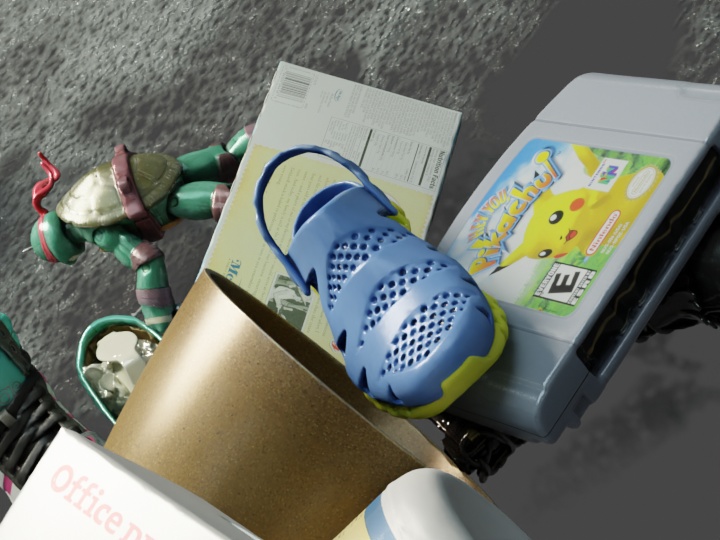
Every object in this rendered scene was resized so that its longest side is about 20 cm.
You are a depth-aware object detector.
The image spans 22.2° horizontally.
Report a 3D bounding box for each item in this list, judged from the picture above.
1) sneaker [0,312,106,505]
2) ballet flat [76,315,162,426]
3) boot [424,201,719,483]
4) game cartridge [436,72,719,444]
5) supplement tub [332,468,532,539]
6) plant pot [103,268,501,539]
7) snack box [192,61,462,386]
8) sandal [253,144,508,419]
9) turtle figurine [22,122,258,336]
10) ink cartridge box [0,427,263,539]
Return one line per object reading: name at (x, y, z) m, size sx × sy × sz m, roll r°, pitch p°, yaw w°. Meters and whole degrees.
sneaker at (-0.201, 0.088, 1.064) m, size 0.084 × 0.121 × 0.200 m, roll -47°, pitch 40°, yaw -11°
ballet flat at (-0.111, 0.083, 1.040) m, size 0.067 × 0.070 × 0.200 m, roll -43°, pitch 39°, yaw -8°
boot at (0.113, 0.040, 0.913) m, size 0.174 × 0.069 × 0.200 m, roll -45°, pitch 28°, yaw -10°
game cartridge at (0.100, -0.014, 0.897) m, size 0.200 × 0.040 × 0.133 m, roll -55°, pitch 31°, yaw -16°
supplement tub at (0.004, 0.198, 0.767) m, size 0.200 × 0.145 × 0.145 m, roll -45°, pitch 38°, yaw 7°
plant pot at (-0.065, 0.134, 0.885) m, size 0.200 × 0.186 × 0.186 m, roll -51°, pitch 39°, yaw 0°
snack box at (-0.020, -0.024, 1.052) m, size 0.116 × 0.037 × 0.200 m, roll 16°, pitch 55°, yaw 2°
sandal at (0.000, 0.000, 0.882) m, size 0.079 × 0.087 × 0.200 m, roll -43°, pitch 34°, yaw -1°
turtle figurine at (-0.131, -0.030, 1.150) m, size 0.199 × 0.101 × 0.150 m, roll -21°, pitch 48°, yaw 8°
ink cartridge box at (-0.106, 0.180, 0.704) m, size 0.145 × 0.083 × 0.200 m, roll 24°, pitch 79°, yaw 48°
